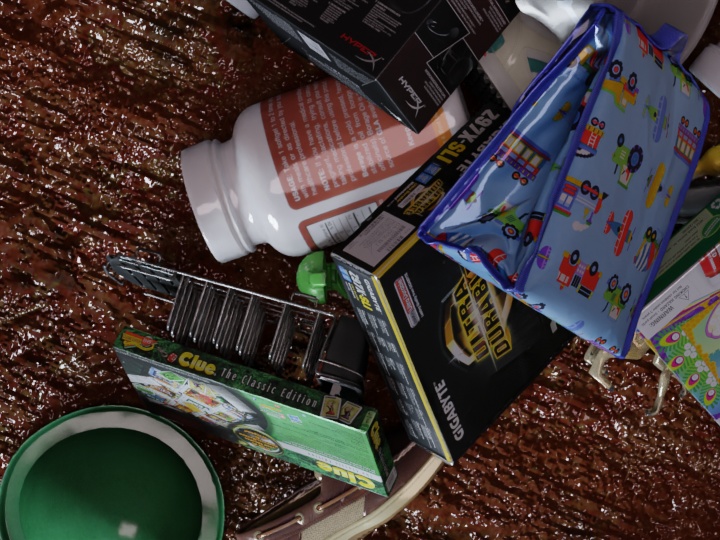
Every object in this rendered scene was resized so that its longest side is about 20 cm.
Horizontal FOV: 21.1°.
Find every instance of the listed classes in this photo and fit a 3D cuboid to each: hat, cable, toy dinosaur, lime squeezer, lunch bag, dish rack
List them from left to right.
[{"bbox_3d":[-0.180,0.194,1.372,0.198,0.176,0.167,-18,99,6],"label":"hat"},{"bbox_3d":[-0.086,0.038,1.353,0.198,0.153,0.055,17,80,4],"label":"dish rack"},{"bbox_3d":[0.000,0.000,1.348,0.070,0.199,0.038,-20,80,31],"label":"lime squeezer"},{"bbox_3d":[0.153,-0.067,1.230,0.094,0.150,0.201,32,92,39],"label":"lunch bag"},{"bbox_3d":[0.203,0.037,1.383,0.199,0.058,0.101,35,100,-28],"label":"toy dinosaur"},{"bbox_3d":[0.214,-0.046,1.391,0.198,0.050,0.098,-2,108,15],"label":"cable"}]

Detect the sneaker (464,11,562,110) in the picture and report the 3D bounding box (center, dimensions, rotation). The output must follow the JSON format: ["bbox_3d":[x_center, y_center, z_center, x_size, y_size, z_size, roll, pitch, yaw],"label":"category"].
[{"bbox_3d":[0.140,-0.120,1.347,0.093,0.070,0.201,-32,84,-8],"label":"sneaker"}]

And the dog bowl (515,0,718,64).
[{"bbox_3d":[0.180,-0.212,1.274,0.058,0.199,0.202,18,103,34],"label":"dog bowl"}]

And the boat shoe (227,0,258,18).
[{"bbox_3d":[-0.120,-0.271,1.345,0.086,0.075,0.202,-45,86,7],"label":"boat shoe"}]

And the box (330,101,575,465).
[{"bbox_3d":[0.074,0.011,1.309,0.160,0.049,0.201,-45,138,-22],"label":"box"}]

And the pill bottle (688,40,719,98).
[{"bbox_3d":[0.318,-0.189,1.314,0.112,0.112,0.200,39,99,-5],"label":"pill bottle"}]

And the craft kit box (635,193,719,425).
[{"bbox_3d":[0.301,0.019,1.344,0.200,0.049,0.197,-42,126,7],"label":"craft kit box"}]

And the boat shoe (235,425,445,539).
[{"bbox_3d":[-0.008,0.151,1.414,0.200,0.072,0.072,-40,97,15],"label":"boat shoe"}]

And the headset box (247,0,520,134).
[{"bbox_3d":[0.040,-0.215,1.286,0.149,0.077,0.200,35,83,36],"label":"headset box"}]

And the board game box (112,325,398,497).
[{"bbox_3d":[-0.073,0.099,1.363,0.199,0.105,0.024,17,61,19],"label":"board game box"}]

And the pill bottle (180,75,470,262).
[{"bbox_3d":[-0.019,-0.077,1.350,0.198,0.112,0.113,-19,99,6],"label":"pill bottle"}]
